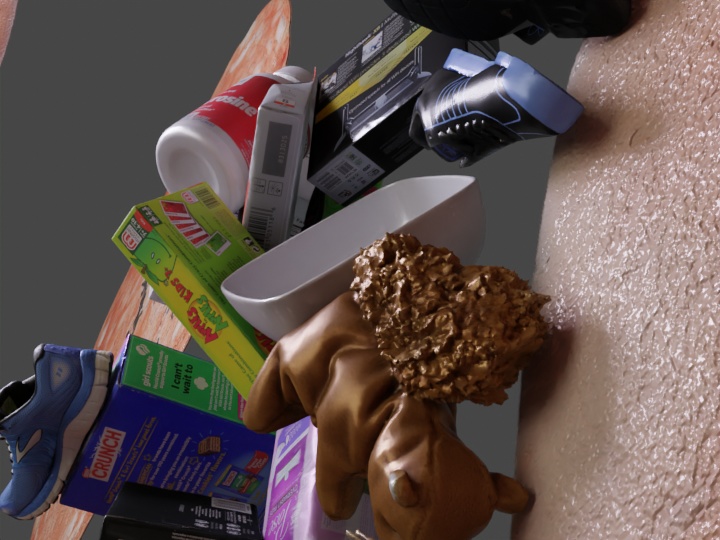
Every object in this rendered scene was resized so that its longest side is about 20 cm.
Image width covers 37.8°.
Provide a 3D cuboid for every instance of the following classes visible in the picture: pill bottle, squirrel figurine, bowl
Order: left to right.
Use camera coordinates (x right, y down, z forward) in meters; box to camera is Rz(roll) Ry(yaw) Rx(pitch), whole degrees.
[{"bbox_3d":[-0.121,-0.148,1.156,0.200,0.112,0.112,-44,-2,-43],"label":"pill bottle"},{"bbox_3d":[0.000,0.000,0.839,0.199,0.075,0.200,-32,14,-15],"label":"bowl"},{"bbox_3d":[0.033,0.082,0.668,0.201,0.141,0.187,-66,25,17],"label":"squirrel figurine"}]

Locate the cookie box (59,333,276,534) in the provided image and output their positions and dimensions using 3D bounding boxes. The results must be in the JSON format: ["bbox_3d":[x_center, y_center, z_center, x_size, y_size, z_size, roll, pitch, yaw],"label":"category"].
[{"bbox_3d":[-0.164,0.173,1.014,0.172,0.199,0.075,-57,22,30],"label":"cookie box"}]

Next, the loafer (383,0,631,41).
[{"bbox_3d":[0.106,-0.214,0.767,0.199,0.073,0.073,10,72,29],"label":"loafer"}]

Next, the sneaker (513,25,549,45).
[{"bbox_3d":[0.119,-0.242,0.871,0.078,0.070,0.200,-57,22,13],"label":"sneaker"}]

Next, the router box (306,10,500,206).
[{"bbox_3d":[0.038,-0.174,0.974,0.200,0.052,0.158,-34,36,34],"label":"router box"}]

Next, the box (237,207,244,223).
[{"bbox_3d":[-0.114,0.047,1.149,0.159,0.048,0.201,90,-176,-48],"label":"box"}]

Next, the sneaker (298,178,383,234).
[{"bbox_3d":[-0.029,-0.039,1.090,0.201,0.076,0.084,-63,4,2],"label":"sneaker"}]

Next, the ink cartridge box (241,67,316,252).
[{"bbox_3d":[-0.081,-0.110,1.048,0.200,0.050,0.163,-93,13,-66],"label":"ink cartridge box"}]

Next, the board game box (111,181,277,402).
[{"bbox_3d":[-0.116,0.019,0.935,0.048,0.200,0.101,-47,-9,34],"label":"board game box"}]

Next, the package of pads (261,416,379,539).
[{"bbox_3d":[-0.024,0.163,0.829,0.121,0.075,0.201,127,156,-48],"label":"package of pads"}]

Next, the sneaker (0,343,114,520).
[{"bbox_3d":[-0.299,0.143,0.969,0.201,0.089,0.079,-62,18,23],"label":"sneaker"}]

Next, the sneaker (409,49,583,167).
[{"bbox_3d":[0.092,-0.111,0.768,0.078,0.070,0.200,-57,18,4],"label":"sneaker"}]

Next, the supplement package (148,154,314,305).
[{"bbox_3d":[-0.155,-0.055,1.314,0.201,0.150,0.152,-60,20,23],"label":"supplement package"}]

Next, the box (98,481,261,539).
[{"bbox_3d":[-0.158,0.290,0.846,0.149,0.123,0.202,167,115,-83],"label":"box"}]
